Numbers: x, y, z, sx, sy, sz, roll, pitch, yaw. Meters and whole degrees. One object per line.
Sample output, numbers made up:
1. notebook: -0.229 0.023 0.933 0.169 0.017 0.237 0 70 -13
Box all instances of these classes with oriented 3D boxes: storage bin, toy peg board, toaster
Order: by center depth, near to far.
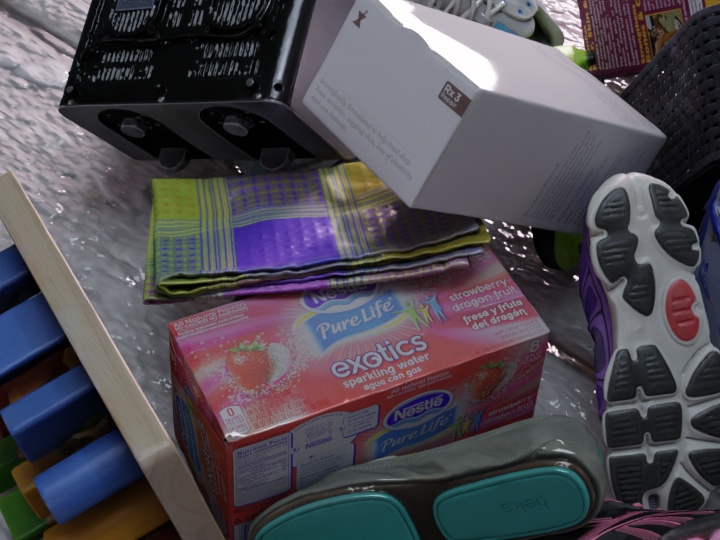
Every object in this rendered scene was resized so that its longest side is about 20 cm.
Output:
1. toy peg board: -0.150 0.095 0.750 0.097 0.200 0.200 -31 53 -11
2. storage bin: 0.254 -0.092 0.936 0.133 0.200 0.095 -3 78 -7
3. toaster: -0.085 -0.168 0.972 0.179 0.119 0.202 2 68 28

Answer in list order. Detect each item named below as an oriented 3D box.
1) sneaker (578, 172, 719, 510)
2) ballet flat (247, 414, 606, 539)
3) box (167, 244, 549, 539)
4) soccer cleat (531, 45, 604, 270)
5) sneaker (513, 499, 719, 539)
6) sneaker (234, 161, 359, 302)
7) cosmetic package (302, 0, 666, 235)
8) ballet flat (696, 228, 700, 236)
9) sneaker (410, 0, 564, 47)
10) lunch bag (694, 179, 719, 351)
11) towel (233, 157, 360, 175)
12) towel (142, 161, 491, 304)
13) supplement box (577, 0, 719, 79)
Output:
1. sneaker: 0.167 0.046 0.858 0.080 0.083 0.203 -3 84 -5
2. ballet flat: 0.037 0.125 0.798 0.198 0.068 0.064 -14 23 14
3. box: -0.003 0.065 0.843 0.198 0.103 0.095 -18 49 -19
4. soccer cleat: 0.126 -0.077 1.026 0.080 0.068 0.201 -9 47 21
5. sneaker: 0.157 0.150 0.786 0.198 0.080 0.096 -12 31 0
6. sneaker: 0.000 0.000 0.927 0.097 0.071 0.200 26 48 23
7. cosmetic package: 0.077 -0.089 0.868 0.199 0.082 0.113 5 33 -46
8. ballet flat: 0.265 -0.009 0.966 0.197 0.057 0.067 4 45 -1
9. sneaker: 0.084 -0.198 1.078 0.199 0.075 0.087 4 39 -46
10. lunch bag: 0.243 0.042 0.839 0.075 0.161 0.201 -6 51 -9
11. towel: -0.029 -0.142 1.083 0.198 0.049 0.171 -23 48 -24
12. towel: -0.029 -0.031 0.874 0.197 0.023 0.144 -7 30 -2
13. supplement box: 0.239 -0.214 1.048 0.102 0.133 0.200 -15 9 -18
